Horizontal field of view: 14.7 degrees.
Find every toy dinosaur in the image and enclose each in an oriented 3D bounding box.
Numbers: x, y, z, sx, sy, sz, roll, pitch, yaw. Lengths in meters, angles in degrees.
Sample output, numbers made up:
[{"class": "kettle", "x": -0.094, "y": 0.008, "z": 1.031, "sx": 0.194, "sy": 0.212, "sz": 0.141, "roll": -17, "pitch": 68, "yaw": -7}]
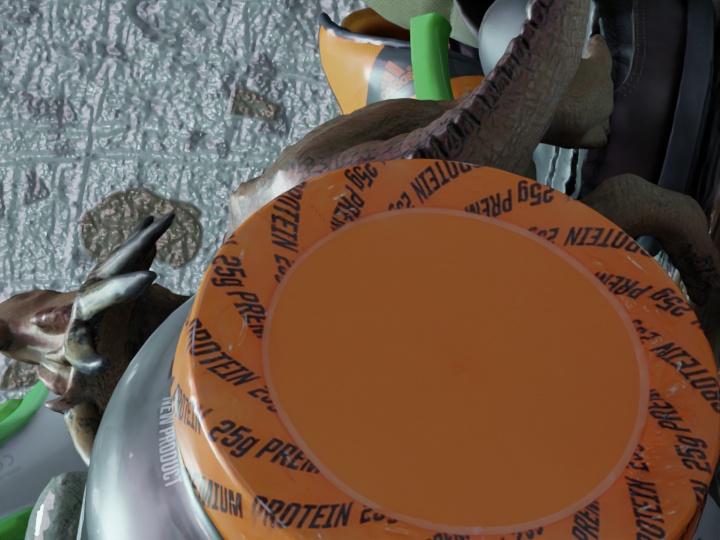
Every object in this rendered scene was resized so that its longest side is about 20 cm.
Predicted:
[{"class": "toy dinosaur", "x": -0.007, "y": 0.000, "z": 0.618, "sx": 0.200, "sy": 0.135, "sz": 0.086, "roll": 126, "pitch": 137, "yaw": -54}]

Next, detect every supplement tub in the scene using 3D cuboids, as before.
[{"class": "supplement tub", "x": 0.001, "y": 0.077, "z": 0.556, "sx": 0.200, "sy": 0.122, "sz": 0.123, "roll": 106, "pitch": 176, "yaw": -51}]

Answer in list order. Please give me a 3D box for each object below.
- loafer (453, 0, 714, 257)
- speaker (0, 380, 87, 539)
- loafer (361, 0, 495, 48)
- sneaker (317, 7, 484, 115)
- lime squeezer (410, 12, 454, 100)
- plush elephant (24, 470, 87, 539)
[{"class": "loafer", "x": 0.054, "y": -0.053, "z": 0.741, "sx": 0.200, "sy": 0.063, "sz": 0.072, "roll": -84, "pitch": 7, "yaw": -74}, {"class": "speaker", "x": -0.149, "y": 0.105, "z": 0.910, "sx": 0.089, "sy": 0.200, "sz": 0.089, "roll": 56, "pitch": 166, "yaw": 22}, {"class": "loafer", "x": 0.015, "y": -0.129, "z": 0.922, "sx": 0.200, "sy": 0.068, "sz": 0.076, "roll": -102, "pitch": 27, "yaw": -73}, {"class": "sneaker", "x": 0.019, "y": -0.035, "z": 0.980, "sx": 0.200, "sy": 0.077, "sz": 0.113, "roll": 145, "pitch": 113, "yaw": -71}, {"class": "lime squeezer", "x": 0.000, "y": 0.000, "z": 0.726, "sx": 0.038, "sy": 0.070, "sz": 0.200, "roll": 56, "pitch": -131, "yaw": -42}, {"class": "plush elephant", "x": -0.090, "y": 0.133, "z": 0.762, "sx": 0.200, "sy": 0.164, "sz": 0.155, "roll": -93, "pitch": 16, "yaw": -45}]
